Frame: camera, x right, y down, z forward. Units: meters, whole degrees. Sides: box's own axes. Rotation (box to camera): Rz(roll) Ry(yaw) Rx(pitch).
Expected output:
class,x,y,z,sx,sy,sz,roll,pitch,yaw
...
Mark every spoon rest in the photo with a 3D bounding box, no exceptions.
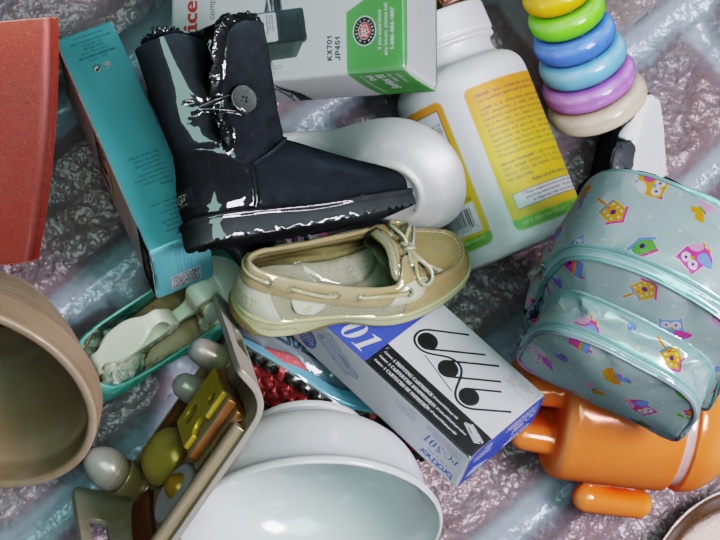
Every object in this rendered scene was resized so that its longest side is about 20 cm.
class,x,y,z,sx,sy,sz,roll,pitch,yaw
spoon rest,-0.010,-0.081,1.432,0.199,0.061,0.100,7,125,19

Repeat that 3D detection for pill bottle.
class,x,y,z,sx,sy,sz,roll,pitch,yaw
pill bottle,0.096,-0.110,1.456,0.111,0.111,0.201,-21,88,-11

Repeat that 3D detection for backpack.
class,x,y,z,sx,sy,sz,roll,pitch,yaw
backpack,0.210,0.023,1.318,0.175,0.200,0.154,28,63,7

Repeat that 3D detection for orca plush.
class,x,y,z,sx,sy,sz,roll,pitch,yaw
orca plush,0.212,-0.047,1.508,0.105,0.071,0.201,-2,88,-55

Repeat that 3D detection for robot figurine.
class,x,y,z,sx,sy,sz,roll,pitch,yaw
robot figurine,0.216,0.119,1.453,0.199,0.117,0.145,7,67,-8

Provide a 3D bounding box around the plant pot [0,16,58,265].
class,x,y,z,sx,sy,sz,roll,pitch,yaw
plant pot,-0.319,-0.091,1.351,0.199,0.200,0.177,-7,98,-10

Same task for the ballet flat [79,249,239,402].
class,x,y,z,sx,sy,sz,roll,pitch,yaw
ballet flat,-0.145,0.037,1.420,0.200,0.070,0.067,-36,89,-12

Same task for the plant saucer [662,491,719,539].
class,x,y,z,sx,sy,sz,roll,pitch,yaw
plant saucer,0.325,0.278,1.495,0.199,0.034,0.201,1,85,-10

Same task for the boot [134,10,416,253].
class,x,y,z,sx,sy,sz,roll,pitch,yaw
boot,-0.060,-0.109,1.333,0.199,0.076,0.169,-9,85,-29

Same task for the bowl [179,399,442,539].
class,x,y,z,sx,sy,sz,roll,pitch,yaw
bowl,-0.039,0.163,1.386,0.200,0.202,0.091,4,51,-9

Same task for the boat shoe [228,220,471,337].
class,x,y,z,sx,sy,sz,roll,pitch,yaw
boat shoe,-0.002,-0.002,1.365,0.200,0.063,0.073,-8,54,-22

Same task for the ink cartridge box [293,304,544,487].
class,x,y,z,sx,sy,sz,roll,pitch,yaw
ink cartridge box,0.036,0.066,1.394,0.200,0.044,0.094,42,53,18

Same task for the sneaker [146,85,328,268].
class,x,y,z,sx,sy,sz,roll,pitch,yaw
sneaker,-0.098,-0.068,1.385,0.200,0.080,0.086,53,37,-16

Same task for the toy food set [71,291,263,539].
class,x,y,z,sx,sy,sz,roll,pitch,yaw
toy food set,-0.148,0.124,1.344,0.060,0.144,0.200,30,102,-22

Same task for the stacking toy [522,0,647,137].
class,x,y,z,sx,sy,sz,roll,pitch,yaw
stacking toy,0.162,-0.208,1.449,0.085,0.085,0.201,-34,122,-12

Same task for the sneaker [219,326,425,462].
class,x,y,z,sx,sy,sz,roll,pitch,yaw
sneaker,-0.015,0.080,1.448,0.199,0.079,0.096,23,57,-5

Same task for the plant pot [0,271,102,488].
class,x,y,z,sx,sy,sz,roll,pitch,yaw
plant pot,-0.284,0.065,1.358,0.200,0.201,0.093,20,44,-7

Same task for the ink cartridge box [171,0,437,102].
class,x,y,z,sx,sy,sz,roll,pitch,yaw
ink cartridge box,-0.045,-0.211,1.413,0.199,0.083,0.148,-3,83,21

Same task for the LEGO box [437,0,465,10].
class,x,y,z,sx,sy,sz,roll,pitch,yaw
LEGO box,0.114,-0.316,1.499,0.199,0.077,0.150,-26,90,-12

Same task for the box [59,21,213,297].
class,x,y,z,sx,sy,sz,roll,pitch,yaw
box,-0.174,-0.086,1.390,0.049,0.082,0.201,-22,68,-12
